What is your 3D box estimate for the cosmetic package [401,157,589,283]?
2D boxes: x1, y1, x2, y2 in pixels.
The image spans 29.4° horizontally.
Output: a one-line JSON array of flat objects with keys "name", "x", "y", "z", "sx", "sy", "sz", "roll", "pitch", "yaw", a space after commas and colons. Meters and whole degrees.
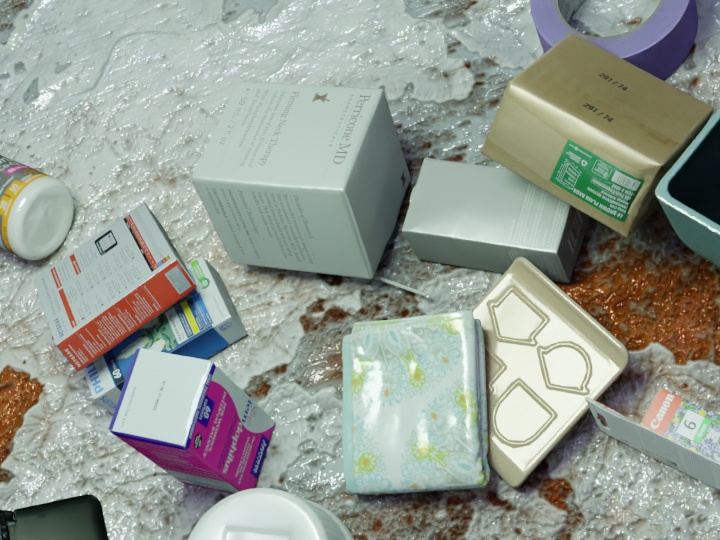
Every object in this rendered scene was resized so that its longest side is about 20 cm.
[{"name": "cosmetic package", "x": 0.160, "y": -0.060, "z": 1.629, "sx": 0.199, "sy": 0.090, "sz": 0.108, "roll": 10, "pitch": 67, "yaw": 26}]

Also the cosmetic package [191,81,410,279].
[{"name": "cosmetic package", "x": -0.067, "y": -0.112, "z": 1.669, "sx": 0.198, "sy": 0.167, "sz": 0.168, "roll": 6, "pitch": 53, "yaw": 21}]

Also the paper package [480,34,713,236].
[{"name": "paper package", "x": 0.268, "y": -0.157, "z": 1.551, "sx": 0.199, "sy": 0.104, "sz": 0.190, "roll": 32, "pitch": 40, "yaw": 16}]

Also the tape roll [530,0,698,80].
[{"name": "tape roll", "x": 0.315, "y": -0.323, "z": 1.701, "sx": 0.198, "sy": 0.085, "sz": 0.202, "roll": -8, "pitch": 64, "yaw": 16}]

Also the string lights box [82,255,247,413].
[{"name": "string lights box", "x": -0.254, "y": 0.082, "z": 1.720, "sx": 0.199, "sy": 0.059, "sz": 0.103, "roll": -31, "pitch": 59, "yaw": 3}]

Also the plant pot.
[{"name": "plant pot", "x": 0.455, "y": -0.063, "z": 1.458, "sx": 0.195, "sy": 0.200, "sz": 0.197, "roll": 35, "pitch": 80, "yaw": 29}]

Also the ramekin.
[{"name": "ramekin", "x": -0.104, "y": 0.339, "z": 1.522, "sx": 0.199, "sy": 0.098, "sz": 0.202, "roll": -8, "pitch": 63, "yaw": 16}]

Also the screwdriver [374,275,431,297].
[{"name": "screwdriver", "x": 0.000, "y": 0.000, "z": 1.684, "sx": 0.199, "sy": 0.029, "sz": 0.028, "roll": 18, "pitch": 72, "yaw": 31}]

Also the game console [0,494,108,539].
[{"name": "game console", "x": -0.388, "y": 0.393, "z": 1.642, "sx": 0.176, "sy": 0.116, "sz": 0.201, "roll": -41, "pitch": 53, "yaw": 33}]

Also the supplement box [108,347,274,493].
[{"name": "supplement box", "x": -0.188, "y": 0.177, "z": 1.570, "sx": 0.103, "sy": 0.200, "sz": 0.102, "roll": 9, "pitch": 69, "yaw": 21}]

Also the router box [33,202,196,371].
[{"name": "router box", "x": -0.312, "y": 0.015, "z": 1.724, "sx": 0.179, "sy": 0.049, "sz": 0.200, "roll": -35, "pitch": 31, "yaw": -3}]

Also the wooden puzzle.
[{"name": "wooden puzzle", "x": 0.182, "y": 0.115, "z": 1.552, "sx": 0.200, "sy": 0.046, "sz": 0.185, "roll": -50, "pitch": 59, "yaw": 7}]

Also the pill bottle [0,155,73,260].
[{"name": "pill bottle", "x": -0.497, "y": -0.097, "z": 1.860, "sx": 0.199, "sy": 0.116, "sz": 0.117, "roll": 21, "pitch": 74, "yaw": 26}]

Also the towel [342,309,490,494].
[{"name": "towel", "x": 0.060, "y": 0.150, "z": 1.555, "sx": 0.170, "sy": 0.048, "sz": 0.202, "roll": -9, "pitch": 74, "yaw": 29}]

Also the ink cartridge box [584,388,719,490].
[{"name": "ink cartridge box", "x": 0.340, "y": 0.174, "z": 1.437, "sx": 0.199, "sy": 0.109, "sz": 0.051, "roll": 26, "pitch": 76, "yaw": 28}]
